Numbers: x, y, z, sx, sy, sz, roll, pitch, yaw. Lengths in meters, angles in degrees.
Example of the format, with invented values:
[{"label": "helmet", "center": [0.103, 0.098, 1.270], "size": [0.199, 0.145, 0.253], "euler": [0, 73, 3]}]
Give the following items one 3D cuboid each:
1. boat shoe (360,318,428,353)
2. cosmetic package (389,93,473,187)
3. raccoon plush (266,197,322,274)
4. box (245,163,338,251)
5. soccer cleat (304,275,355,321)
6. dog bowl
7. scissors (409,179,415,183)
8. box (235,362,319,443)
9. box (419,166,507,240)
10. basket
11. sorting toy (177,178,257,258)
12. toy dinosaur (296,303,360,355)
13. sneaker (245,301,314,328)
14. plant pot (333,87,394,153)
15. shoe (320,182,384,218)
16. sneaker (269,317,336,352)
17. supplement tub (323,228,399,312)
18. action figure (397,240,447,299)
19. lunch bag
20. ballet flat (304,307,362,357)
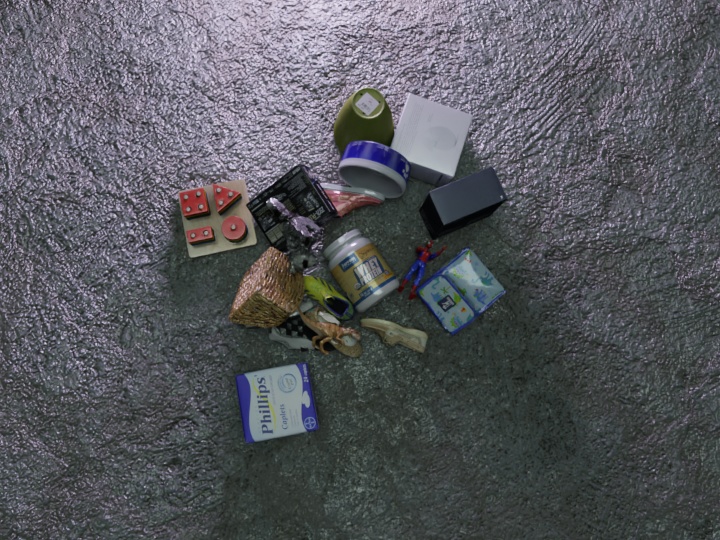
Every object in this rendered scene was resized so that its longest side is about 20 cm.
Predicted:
[{"label": "boat shoe", "center": [0.092, 0.183, 1.663], "size": [0.199, 0.072, 0.065], "euler": [17, 79, -6]}, {"label": "cosmetic package", "center": [0.197, -0.378, 1.732], "size": [0.199, 0.123, 0.200], "euler": [20, 80, -1]}, {"label": "raccoon plush", "center": [-0.191, -0.089, 1.599], "size": [0.200, 0.097, 0.134], "euler": [46, 122, 18]}, {"label": "box", "center": [-0.193, -0.174, 1.664], "size": [0.200, 0.086, 0.164], "euler": [-35, 84, 13]}, {"label": "soccer cleat", "center": [-0.097, 0.069, 1.647], "size": [0.200, 0.084, 0.065], "euler": [35, 88, 20]}, {"label": "dog bowl", "center": [0.040, -0.283, 1.668], "size": [0.199, 0.200, 0.079], "euler": [19, 77, 0]}, {"label": "scissors", "center": [0.074, -0.305, 1.746], "size": [0.199, 0.073, 0.014], "euler": [26, 76, -32]}, {"label": "box", "center": [-0.223, 0.357, 1.597], "size": [0.199, 0.105, 0.185], "euler": [-10, 81, -4]}, {"label": "box", "center": [0.288, -0.188, 1.676], "size": [0.199, 0.182, 0.105], "euler": [-23, 83, -7]}, {"label": "basket", "center": [-0.247, 0.066, 1.610], "size": [0.142, 0.201, 0.149], "euler": [34, 124, -23]}, {"label": "sorting toy", "center": [-0.413, -0.156, 1.687], "size": [0.197, 0.070, 0.201], "euler": [-12, 81, -5]}, {"label": "toy dinosaur", "center": [-0.100, 0.162, 1.583], "size": [0.199, 0.060, 0.107], "euler": [19, 93, -16]}, {"label": "sneaker", "center": [-0.231, 0.107, 1.656], "size": [0.199, 0.070, 0.081], "euler": [-12, 78, -5]}, {"label": "plant pot", "center": [0.017, -0.435, 1.691], "size": [0.186, 0.200, 0.188], "euler": [1, 81, -3]}, {"label": "shoe", "center": [-0.032, -0.193, 1.718], "size": [0.199, 0.071, 0.092], "euler": [9, 82, 3]}, {"label": "sneaker", "center": [-0.162, 0.188, 1.652], "size": [0.199, 0.089, 0.074], "euler": [21, 48, -21]}, {"label": "supplement tub", "center": [0.000, 0.000, 1.647], "size": [0.144, 0.145, 0.201], "euler": [-34, 84, -8]}, {"label": "action figure", "center": [0.179, -0.022, 1.665], "size": [0.065, 0.099, 0.201], "euler": [33, 54, -8]}, {"label": "lunch bag", "center": [0.281, 0.058, 1.672], "size": [0.200, 0.127, 0.170], "euler": [-40, 87, 4]}, {"label": "ballet flat", "center": [-0.065, 0.170, 1.631], "size": [0.200, 0.065, 0.071], "euler": [35, 46, -15]}]
